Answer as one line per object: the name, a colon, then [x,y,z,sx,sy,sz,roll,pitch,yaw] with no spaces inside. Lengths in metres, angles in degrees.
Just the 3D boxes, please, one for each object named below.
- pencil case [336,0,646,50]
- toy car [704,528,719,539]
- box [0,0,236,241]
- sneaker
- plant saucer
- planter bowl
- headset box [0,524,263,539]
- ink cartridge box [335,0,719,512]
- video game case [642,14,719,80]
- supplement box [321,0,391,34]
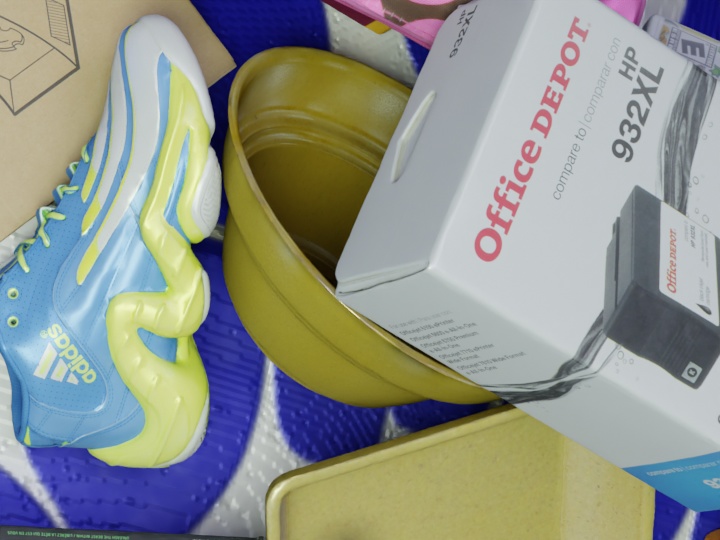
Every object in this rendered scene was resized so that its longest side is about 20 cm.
pencil case: [0.028,-0.136,1.133,0.200,0.091,0.094,25,84,-16]
toy car: [0.248,0.137,1.248,0.200,0.177,0.184,3,110,10]
box: [-0.176,-0.125,1.153,0.163,0.021,0.200,-39,97,-22]
sneaker: [-0.118,-0.010,1.117,0.105,0.076,0.200,-3,95,-19]
plant saucer: [0.036,0.145,1.148,0.200,0.048,0.200,-15,120,-28]
planter bowl: [0.000,0.000,1.161,0.200,0.083,0.200,30,33,-22]
headset box: [-0.136,0.209,1.066,0.174,0.093,0.200,5,77,-25]
ink cartridge box: [0.110,-0.009,1.074,0.200,0.084,0.145,31,69,-21]
video game case: [0.198,-0.017,1.215,0.182,0.023,0.200,23,49,-3]
supplement box: [-0.035,-0.213,1.209,0.200,0.086,0.110,30,69,-17]
